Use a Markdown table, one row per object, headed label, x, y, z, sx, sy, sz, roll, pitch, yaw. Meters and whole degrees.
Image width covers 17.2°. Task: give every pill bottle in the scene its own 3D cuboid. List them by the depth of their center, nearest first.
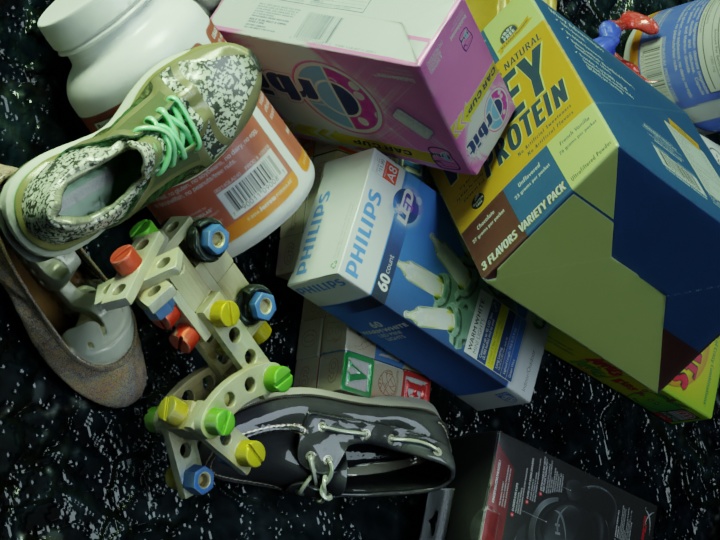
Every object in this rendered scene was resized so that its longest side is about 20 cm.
| label | x | y | z | sx | sy | sz | roll | pitch | yaw |
| --- | --- | --- | --- | --- | --- | --- | --- | --- | --- |
| pill bottle | -0.127 | -0.112 | 1.612 | 0.201 | 0.112 | 0.112 | 54 | 53 | -19 |
| pill bottle | 0.322 | -0.179 | 1.952 | 0.111 | 0.199 | 0.113 | 9 | 76 | -40 |

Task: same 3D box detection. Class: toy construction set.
| label | x | y | z | sx | sy | sz | roll | pitch | yaw |
| --- | --- | --- | --- | --- | --- | --- | --- | --- | --- |
| toy construction set | -0.115 | 0.042 | 1.555 | 0.131 | 0.092 | 0.201 | -53 | 139 | -30 |

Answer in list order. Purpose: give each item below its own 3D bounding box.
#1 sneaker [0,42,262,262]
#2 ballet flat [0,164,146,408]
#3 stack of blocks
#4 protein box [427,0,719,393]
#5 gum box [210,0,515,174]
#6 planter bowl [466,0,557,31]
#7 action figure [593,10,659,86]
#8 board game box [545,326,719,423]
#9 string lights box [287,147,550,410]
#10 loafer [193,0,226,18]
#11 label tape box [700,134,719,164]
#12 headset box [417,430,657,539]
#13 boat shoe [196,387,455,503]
| label | x | y | z | sx | sy | sz | roll | pitch | yaw |
| --- | --- | --- | --- | --- | --- | --- | --- | --- | --- |
| sneaker | -0.133 | -0.073 | 1.502 | 0.200 | 0.088 | 0.077 | -40 | 107 | -17 |
| ballet flat | -0.196 | 0.012 | 1.560 | 0.200 | 0.067 | 0.068 | 52 | 57 | -21 |
| stack of blocks | 0.000 | 0.000 | 1.735 | 0.115 | 0.058 | 0.202 | 18 | 70 | -37 |
| protein box | 0.166 | -0.058 | 1.706 | 0.198 | 0.135 | 0.201 | 32 | 22 | -36 |
| gum box | -0.005 | -0.142 | 1.646 | 0.066 | 0.199 | 0.114 | -57 | 141 | -24 |
| planter bowl | 0.051 | -0.220 | 1.804 | 0.199 | 0.083 | 0.202 | 8 | 78 | -40 |
| action figure | 0.202 | -0.151 | 1.875 | 0.200 | 0.099 | 0.066 | -25 | 141 | -57 |
| board game box | 0.212 | 0.038 | 1.918 | 0.199 | 0.047 | 0.102 | 30 | 64 | -33 |
| string lights box | 0.048 | 0.009 | 1.695 | 0.199 | 0.059 | 0.104 | 33 | 61 | -33 |
| loafer | -0.157 | -0.250 | 1.633 | 0.070 | 0.070 | 0.200 | -51 | 127 | 0 |
| label tape box | 0.304 | -0.030 | 1.962 | 0.199 | 0.063 | 0.145 | 26 | 38 | -34 |
| headset box | 0.123 | 0.219 | 1.789 | 0.199 | 0.077 | 0.150 | 25 | 66 | -34 |
| boat shoe | -0.022 | 0.128 | 1.659 | 0.198 | 0.073 | 0.063 | 0 | 40 | -28 |
